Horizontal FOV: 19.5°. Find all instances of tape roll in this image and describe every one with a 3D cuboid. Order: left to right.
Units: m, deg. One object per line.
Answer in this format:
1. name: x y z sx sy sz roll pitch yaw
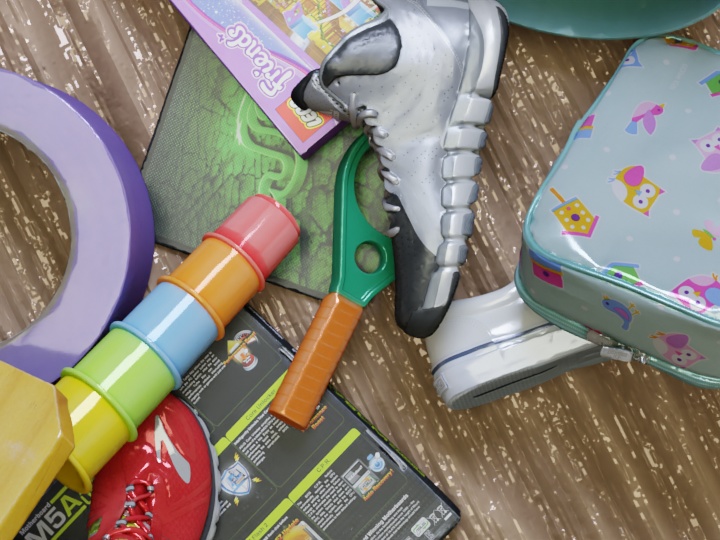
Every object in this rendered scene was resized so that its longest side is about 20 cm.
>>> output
1. tape roll: -0.227 -0.020 1.238 0.200 0.085 0.200 0 90 5

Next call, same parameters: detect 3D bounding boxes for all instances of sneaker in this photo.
1. sneaker: -0.125 0.158 1.179 0.077 0.085 0.200 7 71 3
2. sneaker: 0.012 -0.067 1.205 0.115 0.075 0.200 11 86 -4
3. sneaker: 0.131 0.017 1.232 0.200 0.073 0.071 -18 73 -5

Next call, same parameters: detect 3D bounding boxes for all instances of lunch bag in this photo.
1. lunch bag: 0.187 -0.030 1.178 0.160 0.077 0.200 25 56 13

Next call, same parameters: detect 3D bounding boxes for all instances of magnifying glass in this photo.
1. magnifying glass: 0.000 0.000 1.235 0.080 0.022 0.200 30 74 -15

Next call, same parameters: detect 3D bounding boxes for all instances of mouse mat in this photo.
1. mouse mat: -0.039 -0.092 1.273 0.161 0.008 0.200 19 89 3

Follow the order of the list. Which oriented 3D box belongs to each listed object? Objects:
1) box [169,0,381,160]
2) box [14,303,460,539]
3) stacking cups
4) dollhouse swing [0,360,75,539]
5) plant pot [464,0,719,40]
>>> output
1. box: -0.046 -0.185 1.253 0.137 0.039 0.200 -39 87 0
2. box: -0.075 0.151 1.252 0.193 0.048 0.200 43 92 5
3. stacking cups: -0.109 0.039 1.198 0.061 0.061 0.200 43 65 2
4. dollhouse swing: -0.236 0.162 1.159 0.200 0.182 0.176 19 54 36
5. plant pot: 0.129 -0.252 1.178 0.200 0.201 0.161 13 65 3
